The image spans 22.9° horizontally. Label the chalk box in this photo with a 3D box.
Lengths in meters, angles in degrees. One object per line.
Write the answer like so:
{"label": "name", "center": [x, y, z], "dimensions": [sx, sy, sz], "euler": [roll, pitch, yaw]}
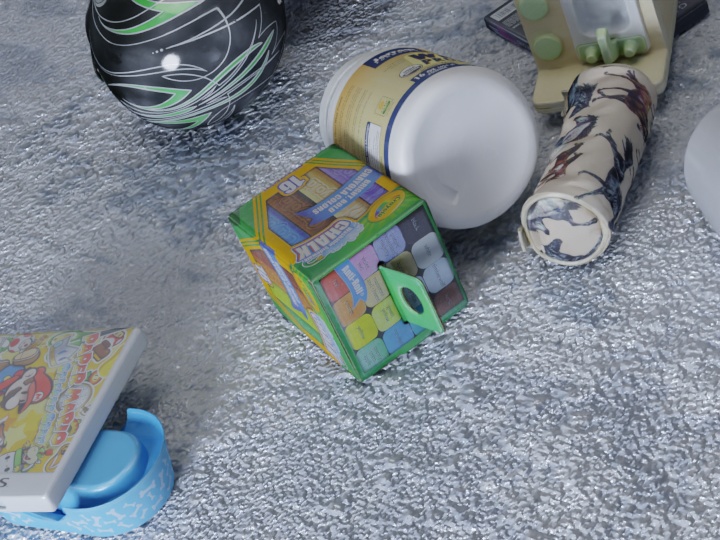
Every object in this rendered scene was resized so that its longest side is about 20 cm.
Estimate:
{"label": "chalk box", "center": [0.000, 0.000, 1.517], "dimensions": [0.124, 0.125, 0.200], "euler": [-35, 36, -13]}

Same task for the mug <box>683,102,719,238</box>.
{"label": "mug", "center": [0.346, -0.065, 1.415], "dimensions": [0.150, 0.186, 0.153], "euler": [-57, 25, 12]}

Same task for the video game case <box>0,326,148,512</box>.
{"label": "video game case", "center": [-0.299, 0.127, 1.537], "dimensions": [0.181, 0.023, 0.200], "euler": [-4, 40, 28]}

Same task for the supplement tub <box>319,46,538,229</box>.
{"label": "supplement tub", "center": [0.055, -0.126, 1.608], "dimensions": [0.144, 0.145, 0.200], "euler": [-35, 26, -13]}

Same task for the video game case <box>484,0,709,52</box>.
{"label": "video game case", "center": [0.234, -0.257, 1.786], "dimensions": [0.143, 0.019, 0.200], "euler": [-35, 38, -12]}

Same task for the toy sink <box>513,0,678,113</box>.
{"label": "toy sink", "center": [0.223, -0.260, 1.688], "dimensions": [0.130, 0.112, 0.201], "euler": [-7, 40, 23]}

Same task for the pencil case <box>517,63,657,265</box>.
{"label": "pencil case", "center": [0.198, -0.094, 1.555], "dimensions": [0.089, 0.078, 0.200], "euler": [-13, 36, 36]}

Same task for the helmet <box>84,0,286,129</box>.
{"label": "helmet", "center": [-0.180, -0.246, 1.874], "dimensions": [0.200, 0.200, 0.191], "euler": [-38, 51, -17]}

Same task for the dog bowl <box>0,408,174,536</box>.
{"label": "dog bowl", "center": [-0.244, 0.171, 1.512], "dimensions": [0.199, 0.050, 0.112], "euler": [2, 44, 32]}
